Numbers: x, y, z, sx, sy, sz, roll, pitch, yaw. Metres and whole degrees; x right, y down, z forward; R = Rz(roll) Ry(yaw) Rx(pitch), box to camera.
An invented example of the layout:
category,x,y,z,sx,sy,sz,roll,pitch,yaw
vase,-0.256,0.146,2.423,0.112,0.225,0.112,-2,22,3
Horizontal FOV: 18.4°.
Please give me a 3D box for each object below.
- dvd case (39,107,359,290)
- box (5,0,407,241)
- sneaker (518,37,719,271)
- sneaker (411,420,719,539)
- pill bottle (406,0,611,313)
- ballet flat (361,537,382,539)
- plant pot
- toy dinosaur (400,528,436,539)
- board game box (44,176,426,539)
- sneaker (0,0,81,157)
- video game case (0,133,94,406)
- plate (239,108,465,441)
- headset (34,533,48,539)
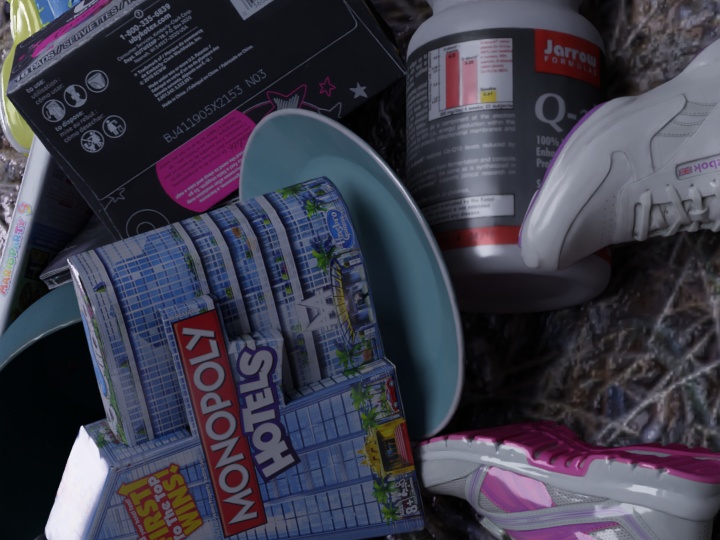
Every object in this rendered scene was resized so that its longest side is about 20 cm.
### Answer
category,x,y,z,sx,sy,sz,roll,pitch,yaw
dvd case,-0.095,-0.058,1.396,0.199,0.016,0.149,-18,23,34
box,-0.093,-0.127,1.324,0.200,0.132,0.115,-34,19,6
sneaker,0.172,-0.054,1.161,0.200,0.075,0.100,-34,62,-17
sneaker,0.105,0.133,1.205,0.199,0.081,0.089,8,98,42
pill bottle,0.083,-0.084,1.259,0.116,0.116,0.201,-10,73,36
ballet flat,-0.074,0.119,1.288,0.073,0.199,0.073,-41,42,52
plant pot,-0.146,0.080,1.373,0.200,0.200,0.135,-51,25,17
toy dinosaur,0.032,0.220,1.263,0.102,0.077,0.201,11,68,24
board game box,-0.081,0.076,1.192,0.062,0.199,0.201,-139,34,-60
sneaker,-0.196,-0.179,1.540,0.105,0.076,0.201,-5,86,27
video game case,-0.195,-0.008,1.446,0.018,0.143,0.201,14,87,17
plate,0.000,0.000,1.237,0.200,0.026,0.201,38,141,39
headset,-0.179,0.197,1.238,0.094,0.123,0.200,68,168,-4
